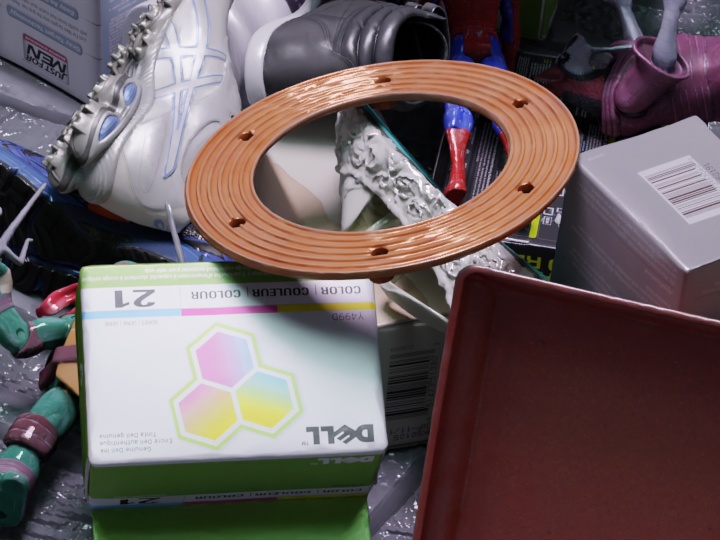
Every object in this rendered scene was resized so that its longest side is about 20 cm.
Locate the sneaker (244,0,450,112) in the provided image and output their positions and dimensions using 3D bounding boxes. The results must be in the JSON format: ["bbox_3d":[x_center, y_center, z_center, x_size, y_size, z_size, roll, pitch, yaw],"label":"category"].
[{"bbox_3d":[0.015,-0.136,1.513,0.099,0.071,0.200,4,24,21],"label":"sneaker"}]

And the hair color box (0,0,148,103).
[{"bbox_3d":[-0.176,-0.209,1.608,0.099,0.200,0.061,30,45,29],"label":"hair color box"}]

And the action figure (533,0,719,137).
[{"bbox_3d":[0.201,-0.111,1.563,0.199,0.149,0.134,-10,8,6],"label":"action figure"}]

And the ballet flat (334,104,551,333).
[{"bbox_3d":[0.027,-0.020,1.359,0.072,0.072,0.200,-17,41,-25],"label":"ballet flat"}]

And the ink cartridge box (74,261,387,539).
[{"bbox_3d":[-0.060,0.101,1.267,0.147,0.076,0.201,-2,67,-8],"label":"ink cartridge box"}]

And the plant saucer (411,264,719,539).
[{"bbox_3d":[0.131,0.104,1.262,0.199,0.200,0.037,13,22,11],"label":"plant saucer"}]

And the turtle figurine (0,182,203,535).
[{"bbox_3d":[-0.137,0.046,1.376,0.149,0.101,0.200,-1,52,13],"label":"turtle figurine"}]

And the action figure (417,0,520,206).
[{"bbox_3d":[0.064,-0.110,1.559,0.065,0.099,0.200,2,61,-6],"label":"action figure"}]

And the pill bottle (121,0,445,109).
[{"bbox_3d":[-0.047,-0.160,1.632,0.200,0.112,0.111,-28,49,-34],"label":"pill bottle"}]

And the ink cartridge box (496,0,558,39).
[{"bbox_3d":[0.140,-0.220,1.744,0.199,0.076,0.148,13,39,9],"label":"ink cartridge box"}]

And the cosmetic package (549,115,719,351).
[{"bbox_3d":[0.153,0.037,1.336,0.090,0.200,0.107,-19,46,-25],"label":"cosmetic package"}]

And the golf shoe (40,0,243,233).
[{"bbox_3d":[-0.100,-0.100,1.487,0.097,0.078,0.200,33,54,-8],"label":"golf shoe"}]

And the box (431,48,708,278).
[{"bbox_3d":[0.126,-0.056,1.573,0.160,0.044,0.200,9,39,5],"label":"box"}]

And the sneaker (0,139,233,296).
[{"bbox_3d":[-0.144,-0.020,1.491,0.200,0.075,0.078,30,35,17],"label":"sneaker"}]

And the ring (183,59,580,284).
[{"bbox_3d":[0.011,-0.049,1.306,0.200,0.019,0.201,-7,34,4],"label":"ring"}]

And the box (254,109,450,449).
[{"bbox_3d":[0.000,0.000,1.452,0.078,0.095,0.200,-9,39,-16],"label":"box"}]
